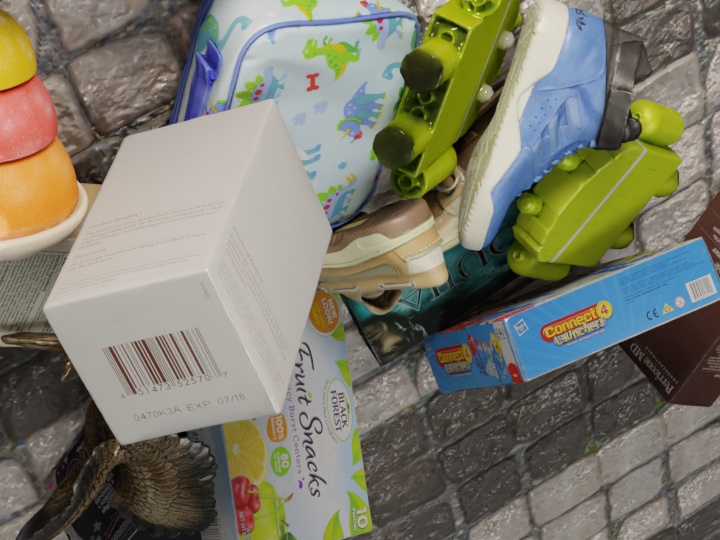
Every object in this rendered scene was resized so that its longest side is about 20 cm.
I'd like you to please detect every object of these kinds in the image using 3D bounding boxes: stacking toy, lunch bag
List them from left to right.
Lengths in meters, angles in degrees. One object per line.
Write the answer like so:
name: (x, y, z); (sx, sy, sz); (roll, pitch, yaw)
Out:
stacking toy: (-0.241, -0.117, 1.125); (0.146, 0.146, 0.201); (-11, 120, -30)
lunch bag: (-0.054, -0.118, 1.283); (0.160, 0.083, 0.200); (-11, 136, -32)

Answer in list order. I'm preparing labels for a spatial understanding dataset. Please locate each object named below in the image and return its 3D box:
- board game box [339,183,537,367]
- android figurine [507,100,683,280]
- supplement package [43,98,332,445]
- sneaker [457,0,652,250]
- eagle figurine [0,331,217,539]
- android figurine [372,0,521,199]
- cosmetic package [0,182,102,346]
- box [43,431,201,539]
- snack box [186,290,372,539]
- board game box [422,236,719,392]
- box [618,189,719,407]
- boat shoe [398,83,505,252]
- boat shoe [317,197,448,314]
board game box: (0.078, -0.012, 1.544); (0.200, 0.028, 0.135); (-33, 142, -5)
android figurine: (0.194, -0.062, 1.498); (0.182, 0.041, 0.200); (-52, 154, 19)
supplement package: (-0.104, -0.002, 1.166); (0.117, 0.200, 0.117); (-13, 123, 20)
sneaker: (0.150, -0.095, 1.360); (0.111, 0.077, 0.200); (17, 107, -9)
eagle figurine: (-0.179, 0.135, 1.308); (0.151, 0.151, 0.201); (10, 109, 7)
android figurine: (0.070, -0.142, 1.319); (0.200, 0.041, 0.182); (-39, 153, -60)
cosmetic package: (-0.200, -0.004, 1.297); (0.200, 0.071, 0.105); (4, 128, -40)
box: (-0.139, 0.187, 1.514); (0.200, 0.115, 0.132); (17, 120, -44)
snack box: (-0.069, 0.120, 1.433); (0.142, 0.201, 0.053); (-7, 179, -45)
board game box: (0.179, 0.041, 1.565); (0.200, 0.056, 0.196); (-21, -179, -20)
box: (0.341, 0.024, 1.733); (0.075, 0.100, 0.200); (5, 125, -41)
boat shoe: (0.089, -0.091, 1.442); (0.200, 0.073, 0.063); (-45, 137, -6)
boat shoe: (0.000, 0.000, 1.370); (0.072, 0.200, 0.076); (-33, 100, -24)
